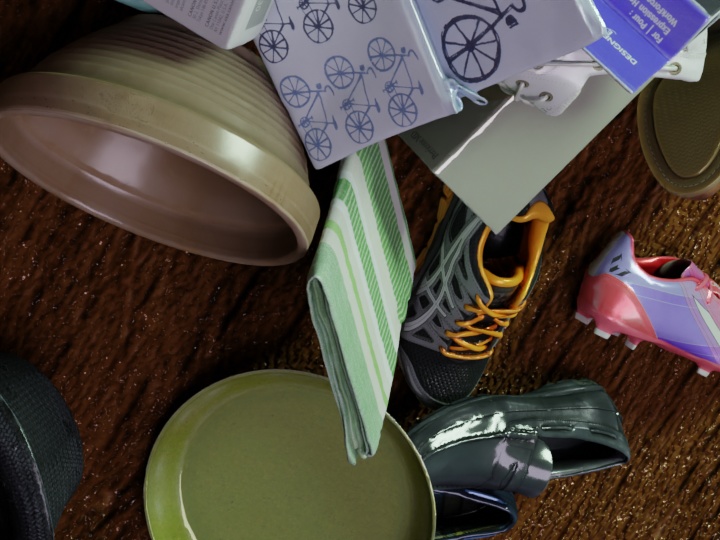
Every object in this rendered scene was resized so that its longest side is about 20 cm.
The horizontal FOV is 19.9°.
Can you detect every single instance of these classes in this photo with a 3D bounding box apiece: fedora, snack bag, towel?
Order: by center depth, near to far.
[{"bbox_3d":[0.017,-0.169,1.099,0.200,0.021,0.189,-19,100,30],"label":"snack bag"},{"bbox_3d":[0.000,0.000,1.268,0.023,0.200,0.153,-4,128,14],"label":"towel"},{"bbox_3d":[-0.230,0.124,1.270,0.092,0.200,0.201,-31,133,-45],"label":"fedora"}]

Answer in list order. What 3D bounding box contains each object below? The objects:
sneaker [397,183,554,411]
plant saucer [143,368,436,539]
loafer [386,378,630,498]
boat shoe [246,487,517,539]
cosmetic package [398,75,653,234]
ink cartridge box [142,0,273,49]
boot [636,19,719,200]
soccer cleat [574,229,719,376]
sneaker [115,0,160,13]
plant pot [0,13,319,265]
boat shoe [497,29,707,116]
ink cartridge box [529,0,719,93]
[{"bbox_3d":[0.077,0.013,1.378,0.078,0.077,0.200,-2,121,-27],"label":"sneaker"},{"bbox_3d":[-0.046,0.156,1.382,0.200,0.031,0.200,3,108,9],"label":"plant saucer"},{"bbox_3d":[0.107,0.125,1.434,0.200,0.070,0.068,-9,143,-35],"label":"loafer"},{"bbox_3d":[0.018,0.162,1.441,0.200,0.069,0.084,-10,121,-18],"label":"boat shoe"},{"bbox_3d":[0.116,-0.132,1.296,0.200,0.104,0.073,-45,125,3],"label":"cosmetic package"},{"bbox_3d":[-0.116,-0.237,1.099,0.050,0.200,0.161,-36,155,-57],"label":"ink cartridge box"},{"bbox_3d":[0.232,-0.088,1.334,0.077,0.200,0.155,-14,137,16],"label":"boot"},{"bbox_3d":[0.243,0.031,1.477,0.200,0.067,0.077,18,105,-29],"label":"soccer cleat"},{"bbox_3d":[-0.048,-0.201,1.193,0.200,0.078,0.140,14,112,-31],"label":"sneaker"},{"bbox_3d":[-0.110,-0.085,1.187,0.201,0.201,0.093,30,71,-35],"label":"plant pot"},{"bbox_3d":[0.110,-0.124,1.200,0.200,0.071,0.069,-6,104,-8],"label":"boat shoe"},{"bbox_3d":[0.130,-0.208,1.155,0.200,0.198,0.043,-40,170,-50],"label":"ink cartridge box"}]
